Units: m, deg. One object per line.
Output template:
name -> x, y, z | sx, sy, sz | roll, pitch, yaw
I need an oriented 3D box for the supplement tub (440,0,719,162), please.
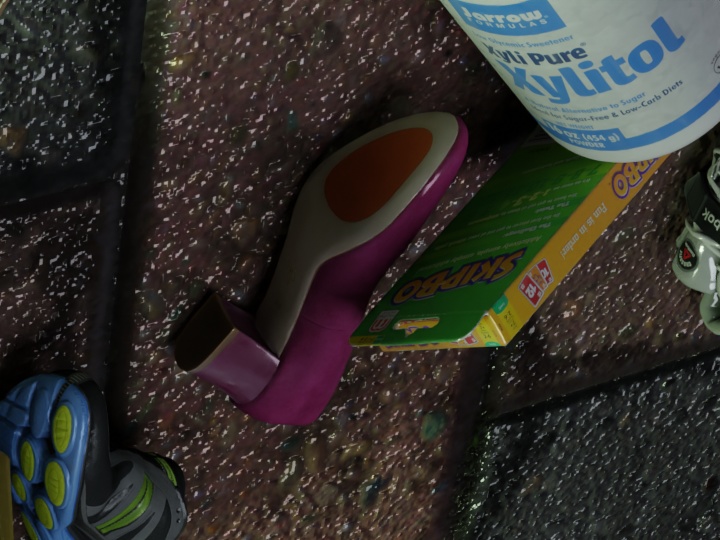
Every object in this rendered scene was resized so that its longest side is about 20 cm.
supplement tub -> 0.103, -0.151, 1.434 | 0.132, 0.132, 0.200 | -43, 141, 2

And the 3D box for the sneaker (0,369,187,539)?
sneaker -> -0.134, 0.108, 1.538 | 0.083, 0.071, 0.200 | -34, 146, -17

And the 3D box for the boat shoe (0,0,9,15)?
boat shoe -> -0.155, -0.161, 1.257 | 0.076, 0.072, 0.200 | -4, 129, -37

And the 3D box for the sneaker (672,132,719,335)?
sneaker -> 0.217, -0.027, 1.687 | 0.088, 0.074, 0.200 | -30, 143, -10

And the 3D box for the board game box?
board game box -> 0.082, -0.021, 1.513 | 0.200, 0.095, 0.030 | -45, 114, -32

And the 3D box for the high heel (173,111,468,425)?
high heel -> 0.000, 0.000, 1.541 | 0.200, 0.068, 0.096 | -40, 136, 21

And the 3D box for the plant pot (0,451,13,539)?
plant pot -> -0.267, 0.184, 1.347 | 0.195, 0.200, 0.194 | 20, 113, -28
